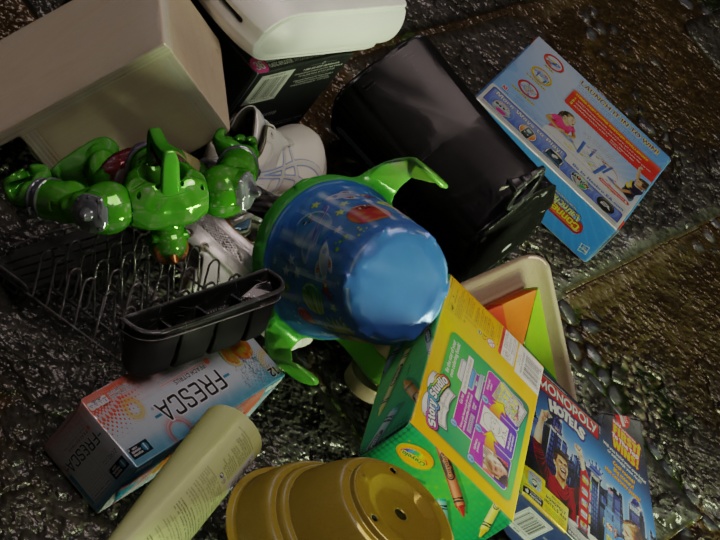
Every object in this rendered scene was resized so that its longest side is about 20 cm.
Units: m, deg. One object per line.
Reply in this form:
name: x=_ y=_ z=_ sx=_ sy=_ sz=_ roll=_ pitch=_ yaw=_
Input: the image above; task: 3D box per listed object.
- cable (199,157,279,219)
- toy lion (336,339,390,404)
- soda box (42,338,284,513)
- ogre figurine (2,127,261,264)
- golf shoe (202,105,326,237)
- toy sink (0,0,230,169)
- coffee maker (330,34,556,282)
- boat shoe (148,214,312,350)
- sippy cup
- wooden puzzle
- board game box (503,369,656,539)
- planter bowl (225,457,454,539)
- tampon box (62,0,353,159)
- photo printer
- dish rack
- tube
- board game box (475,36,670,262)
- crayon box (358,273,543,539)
cable: x=-0.056 y=-0.054 z=1.746 sx=0.200 sy=0.050 sz=0.097 roll=37 pitch=20 yaw=-28
toy lion: x=0.005 y=0.018 z=1.831 sx=0.199 sy=0.069 sz=0.192 roll=-13 pitch=55 yaw=-50
soda box: x=-0.146 y=0.106 z=1.583 sx=0.068 sy=0.064 sz=0.200 roll=48 pitch=36 yaw=9
ogre figurine: x=-0.162 y=-0.064 z=1.591 sx=0.199 sy=0.099 sz=0.120 roll=11 pitch=13 yaw=-25
golf shoe: x=-0.082 y=-0.103 z=1.822 sx=0.078 sy=0.098 sz=0.200 roll=13 pitch=28 yaw=17
toy sink: x=-0.218 y=-0.139 z=1.705 sx=0.112 sy=0.199 sz=0.131 roll=54 pitch=16 yaw=-38
coffee maker: x=0.081 y=-0.114 z=1.923 sx=0.134 sy=0.192 sz=0.200 roll=-30 pitch=73 yaw=-37
boat shoe: x=-0.123 y=0.000 z=1.724 sx=0.200 sy=0.071 sz=0.069 roll=48 pitch=61 yaw=-5
sippy cup: x=0.000 y=0.000 z=1.657 sx=0.139 sy=0.179 sz=0.130 roll=-2 pitch=12 yaw=-28
wooden puzzle: x=0.124 y=0.095 z=1.801 sx=0.199 sy=0.037 sz=0.187 roll=-20 pitch=101 yaw=-50
board game box: x=0.182 y=0.180 z=1.768 sx=0.200 sy=0.061 sz=0.201 roll=44 pitch=34 yaw=-26
planter bowl: x=0.008 y=0.196 z=1.495 sx=0.200 sy=0.083 sz=0.201 roll=32 pitch=30 yaw=-21
tampon box: x=-0.137 y=-0.219 z=1.879 sx=0.200 sy=0.126 sz=0.149 roll=52 pitch=36 yaw=13
photo printer: x=-0.072 y=-0.261 z=1.814 sx=0.199 sy=0.069 sz=0.167 roll=-14 pitch=63 yaw=-50
dish rack: x=-0.176 y=0.007 z=1.607 sx=0.199 sy=0.055 sz=0.153 roll=32 pitch=33 yaw=33
tube: x=-0.140 y=0.175 z=1.472 sx=0.058 sy=0.052 sz=0.200 roll=50 pitch=48 yaw=-14
board game box: x=0.210 y=-0.130 z=2.179 sx=0.200 sy=0.056 sz=0.196 roll=43 pitch=35 yaw=1
crayon box: x=0.074 y=0.109 z=1.638 sx=0.119 sy=0.058 sz=0.201 roll=44 pitch=33 yaw=-17
